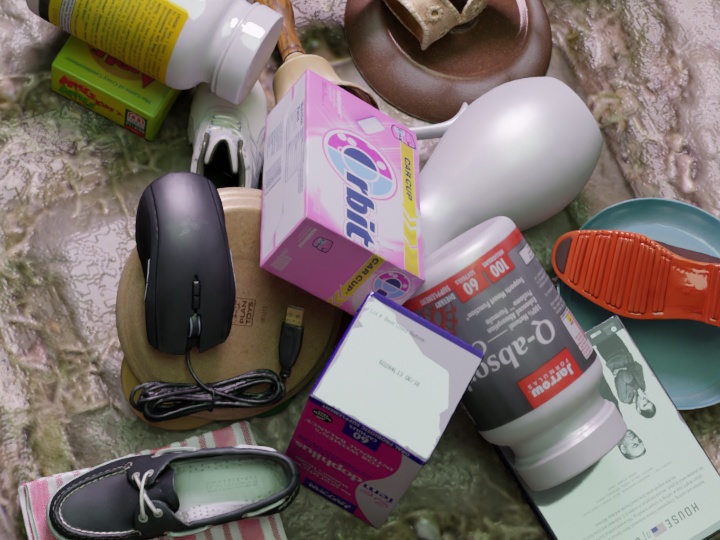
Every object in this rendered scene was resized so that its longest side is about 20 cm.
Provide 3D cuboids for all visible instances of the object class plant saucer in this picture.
[{"bbox_3d":[0.086,-0.232,1.606,0.200,0.037,0.201,4,66,-9],"label":"plant saucer"},{"bbox_3d":[0.268,0.032,1.536,0.199,0.027,0.201,4,67,-10],"label":"plant saucer"}]

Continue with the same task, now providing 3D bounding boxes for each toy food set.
[{"bbox_3d":[-0.103,0.030,1.409,0.197,0.049,0.201,-11,105,-19],"label":"toy food set"}]

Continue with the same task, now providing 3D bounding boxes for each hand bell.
[{"bbox_3d":[-0.062,-0.194,1.541,0.104,0.104,0.200,-11,51,-15],"label":"hand bell"}]

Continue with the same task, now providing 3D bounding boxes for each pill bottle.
[{"bbox_3d":[-0.171,-0.223,1.459,0.200,0.112,0.113,29,66,2],"label":"pill bottle"},{"bbox_3d":[0.123,0.067,1.391,0.116,0.116,0.200,-35,95,-21],"label":"pill bottle"}]

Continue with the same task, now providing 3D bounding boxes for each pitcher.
[{"bbox_3d":[0.095,-0.096,1.517,0.200,0.121,0.172,-36,63,-10],"label":"pitcher"}]

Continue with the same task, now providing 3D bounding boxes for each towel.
[{"bbox_3d":[-0.159,0.211,1.380,0.199,0.030,0.147,-15,72,-16],"label":"towel"}]

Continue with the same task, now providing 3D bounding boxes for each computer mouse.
[{"bbox_3d":[-0.106,0.024,1.354,0.140,0.046,0.201,-1,102,-20],"label":"computer mouse"}]

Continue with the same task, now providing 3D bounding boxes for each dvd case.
[{"bbox_3d":[0.205,0.159,1.455,0.150,0.025,0.200,-29,78,-8],"label":"dvd case"}]

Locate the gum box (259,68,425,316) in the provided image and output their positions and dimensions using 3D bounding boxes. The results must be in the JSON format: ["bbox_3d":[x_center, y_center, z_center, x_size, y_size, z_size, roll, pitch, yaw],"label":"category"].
[{"bbox_3d":[-0.015,-0.064,1.391,0.113,0.066,0.200,28,36,-24],"label":"gum box"}]

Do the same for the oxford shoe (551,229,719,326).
[{"bbox_3d":[0.264,0.010,1.504,0.199,0.073,0.071,17,98,11],"label":"oxford shoe"}]

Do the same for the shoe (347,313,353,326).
[{"bbox_3d":[0.000,0.000,1.474,0.053,0.070,0.200,-27,75,-16],"label":"shoe"}]

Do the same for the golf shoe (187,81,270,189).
[{"bbox_3d":[-0.111,-0.105,1.484,0.078,0.097,0.201,4,65,-7],"label":"golf shoe"}]

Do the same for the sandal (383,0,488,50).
[{"bbox_3d":[0.045,-0.232,1.552,0.211,0.078,0.070,1,87,-4],"label":"sandal"}]

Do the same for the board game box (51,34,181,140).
[{"bbox_3d":[-0.182,-0.225,1.546,0.101,0.048,0.200,28,65,1],"label":"board game box"}]

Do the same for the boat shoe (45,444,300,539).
[{"bbox_3d":[-0.145,0.171,1.349,0.199,0.060,0.076,-12,78,-13],"label":"boat shoe"}]

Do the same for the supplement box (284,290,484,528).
[{"bbox_3d":[0.012,0.114,1.359,0.101,0.200,0.104,29,67,4],"label":"supplement box"}]
